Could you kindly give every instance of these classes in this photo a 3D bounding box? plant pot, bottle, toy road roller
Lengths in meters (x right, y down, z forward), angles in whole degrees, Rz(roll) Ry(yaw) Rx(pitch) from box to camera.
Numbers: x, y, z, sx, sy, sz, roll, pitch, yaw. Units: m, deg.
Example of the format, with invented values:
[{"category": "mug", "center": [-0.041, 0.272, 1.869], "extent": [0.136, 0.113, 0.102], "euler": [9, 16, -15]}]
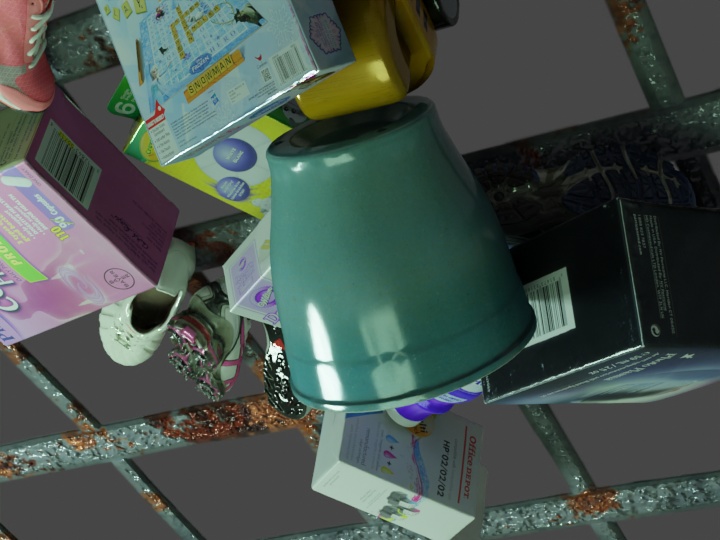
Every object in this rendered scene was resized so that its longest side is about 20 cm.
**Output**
[{"category": "plant pot", "center": [0.017, -0.024, 1.146], "extent": [0.197, 0.200, 0.190], "euler": [-9, 109, 21]}, {"category": "bottle", "center": [0.091, 0.084, 1.447], "extent": [0.083, 0.066, 0.200], "euler": [26, 137, -18]}, {"category": "toy road roller", "center": [-0.013, -0.203, 1.087], "extent": [0.121, 0.147, 0.201], "euler": [-11, 135, 23]}]

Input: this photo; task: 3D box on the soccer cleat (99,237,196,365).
[{"category": "soccer cleat", "center": [-0.212, 0.042, 1.457], "extent": [0.069, 0.078, 0.201], "euler": [22, 138, -12]}]

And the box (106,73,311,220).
[{"category": "box", "center": [-0.112, -0.117, 1.283], "extent": [0.198, 0.049, 0.117], "euler": [27, 135, -15]}]

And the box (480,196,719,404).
[{"category": "box", "center": [0.227, 0.033, 1.235], "extent": [0.196, 0.125, 0.199], "euler": [2, 163, -33]}]

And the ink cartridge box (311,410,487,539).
[{"category": "ink cartridge box", "center": [0.058, 0.198, 1.543], "extent": [0.198, 0.116, 0.068], "euler": [25, 138, -16]}]

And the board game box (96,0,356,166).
[{"category": "board game box", "center": [-0.112, -0.202, 1.078], "extent": [0.199, 0.041, 0.202], "euler": [-22, 90, 47]}]

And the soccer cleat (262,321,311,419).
[{"category": "soccer cleat", "center": [-0.057, 0.045, 1.448], "extent": [0.068, 0.073, 0.202], "euler": [19, 127, 29]}]

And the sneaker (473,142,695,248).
[{"category": "sneaker", "center": [0.182, -0.053, 1.280], "extent": [0.197, 0.078, 0.085], "euler": [0, 154, 10]}]

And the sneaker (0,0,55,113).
[{"category": "sneaker", "center": [-0.275, -0.204, 1.200], "extent": [0.085, 0.074, 0.201], "euler": [-5, 136, 15]}]

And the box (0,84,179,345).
[{"category": "box", "center": [-0.299, -0.044, 1.366], "extent": [0.198, 0.098, 0.176], "euler": [-19, 131, 30]}]

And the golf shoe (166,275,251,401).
[{"category": "golf shoe", "center": [-0.136, 0.066, 1.468], "extent": [0.072, 0.092, 0.200], "euler": [40, 161, 6]}]

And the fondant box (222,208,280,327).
[{"category": "fondant box", "center": [0.000, 0.000, 1.328], "extent": [0.198, 0.059, 0.144], "euler": [19, 131, -32]}]
